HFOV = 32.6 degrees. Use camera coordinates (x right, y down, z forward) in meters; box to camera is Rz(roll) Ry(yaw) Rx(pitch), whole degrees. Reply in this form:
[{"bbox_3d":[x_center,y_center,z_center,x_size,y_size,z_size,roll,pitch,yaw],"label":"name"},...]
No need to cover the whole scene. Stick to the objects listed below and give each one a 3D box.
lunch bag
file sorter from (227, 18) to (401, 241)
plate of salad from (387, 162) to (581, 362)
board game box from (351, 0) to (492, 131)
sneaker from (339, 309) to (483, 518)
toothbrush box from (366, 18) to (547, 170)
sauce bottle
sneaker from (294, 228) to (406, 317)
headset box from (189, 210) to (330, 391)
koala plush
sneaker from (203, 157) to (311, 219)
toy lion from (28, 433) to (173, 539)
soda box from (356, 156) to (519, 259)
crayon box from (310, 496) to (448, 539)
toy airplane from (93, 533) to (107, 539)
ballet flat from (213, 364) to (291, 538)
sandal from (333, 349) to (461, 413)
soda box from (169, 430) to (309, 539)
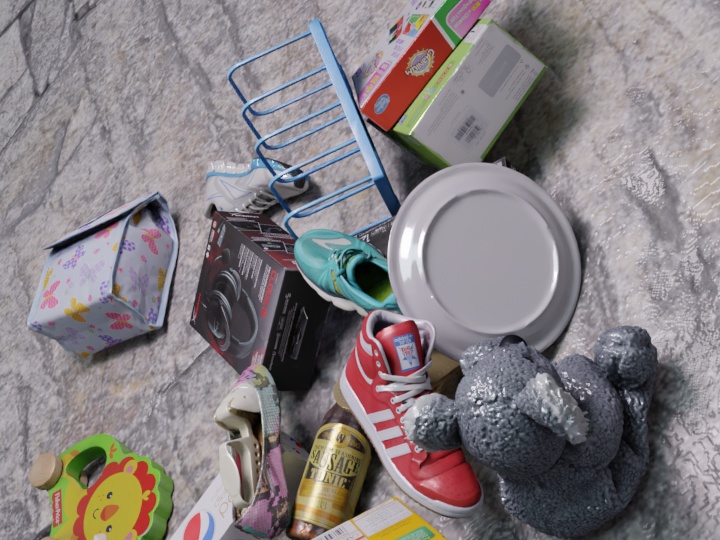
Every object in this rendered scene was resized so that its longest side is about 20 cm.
[{"bbox_3d":[-0.347,-0.005,1.675,0.168,0.127,0.202,-19,45,32],"label":"lunch bag"},{"bbox_3d":[-0.050,-0.140,1.360,0.122,0.139,0.202,-24,70,4],"label":"file sorter"},{"bbox_3d":[0.119,-0.005,1.199,0.048,0.198,0.202,140,151,-71],"label":"plate of salad"},{"bbox_3d":[0.069,-0.259,1.337,0.200,0.040,0.153,-51,17,16],"label":"board game box"},{"bbox_3d":[0.052,0.122,1.115,0.200,0.071,0.113,49,138,34],"label":"sneaker"},{"bbox_3d":[0.099,-0.191,1.342,0.146,0.086,0.200,-54,18,1],"label":"toothbrush box"},{"bbox_3d":[-0.020,0.187,1.276,0.066,0.066,0.202,-1,65,43],"label":"sauce bottle"},{"bbox_3d":[0.000,0.000,1.258,0.078,0.080,0.199,-49,47,-11],"label":"sneaker"},{"bbox_3d":[-0.110,0.037,1.414,0.200,0.077,0.150,38,118,50],"label":"headset box"},{"bbox_3d":[0.144,0.127,1.032,0.176,0.199,0.186,-8,73,29],"label":"koala plush"},{"bbox_3d":[-0.136,-0.093,1.579,0.199,0.074,0.088,-1,71,52],"label":"sneaker"},{"bbox_3d":[-0.313,0.284,1.504,0.191,0.069,0.201,-31,45,16],"label":"toy lion"},{"bbox_3d":[0.093,-0.038,1.310,0.199,0.071,0.064,-26,47,29],"label":"soda box"},{"bbox_3d":[0.011,0.270,1.096,0.125,0.052,0.200,-25,6,-11],"label":"crayon box"},{"bbox_3d":[-0.255,0.407,1.286,0.200,0.140,0.201,47,129,32],"label":"toy airplane"},{"bbox_3d":[-0.117,0.178,1.271,0.069,0.071,0.202,-36,49,33],"label":"ballet flat"},{"bbox_3d":[0.076,0.099,1.247,0.210,0.070,0.078,-32,48,-8],"label":"sandal"},{"bbox_3d":[-0.134,0.267,1.335,0.201,0.063,0.068,-54,41,3],"label":"soda box"}]
